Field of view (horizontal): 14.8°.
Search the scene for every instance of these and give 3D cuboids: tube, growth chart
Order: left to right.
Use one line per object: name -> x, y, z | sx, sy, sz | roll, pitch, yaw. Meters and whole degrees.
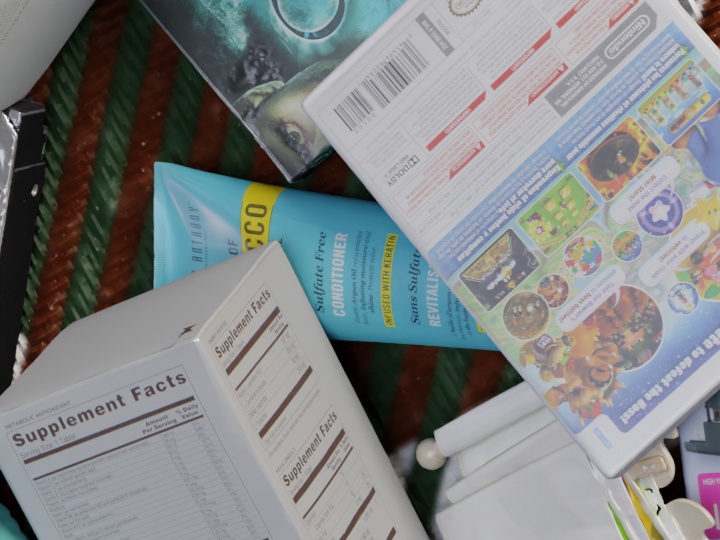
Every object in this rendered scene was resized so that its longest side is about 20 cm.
tube -> 0.000, 0.000, 1.173 | 0.199, 0.050, 0.078 | 6, 95, 25
growth chart -> 0.098, 0.135, 1.148 | 0.144, 0.018, 0.201 | -20, 90, 41

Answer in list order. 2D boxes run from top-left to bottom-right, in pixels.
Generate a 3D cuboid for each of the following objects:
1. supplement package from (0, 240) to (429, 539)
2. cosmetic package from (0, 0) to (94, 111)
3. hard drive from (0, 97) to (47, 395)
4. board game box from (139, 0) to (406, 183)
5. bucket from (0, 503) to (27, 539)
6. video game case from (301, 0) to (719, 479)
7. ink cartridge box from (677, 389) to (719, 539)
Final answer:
supplement package -> -0.051, 0.109, 1.152 | 0.113, 0.110, 0.201 | -20, 104, 23
cosmetic package -> -0.222, -0.146, 1.112 | 0.199, 0.200, 0.123 | 42, 119, 3
hard drive -> -0.221, 0.007, 1.263 | 0.139, 0.038, 0.201 | 16, 104, 19
board game box -> -0.043, -0.156, 1.169 | 0.135, 0.028, 0.200 | -43, 82, 21
bucket -> -0.219, 0.178, 1.140 | 0.207, 0.134, 0.208 | 10, 102, 53
video game case -> 0.088, -0.040, 1.097 | 0.143, 0.018, 0.200 | -43, 75, 13
ink cartridge box -> 0.180, 0.011, 1.104 | 0.119, 0.042, 0.201 | -5, 95, 22
